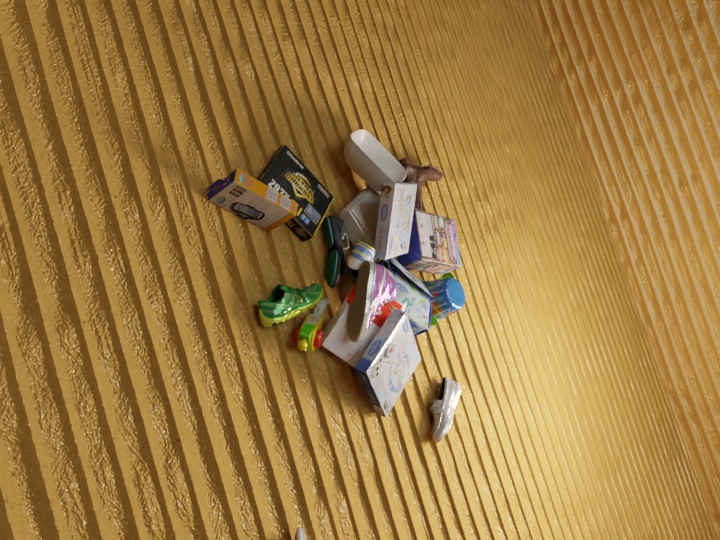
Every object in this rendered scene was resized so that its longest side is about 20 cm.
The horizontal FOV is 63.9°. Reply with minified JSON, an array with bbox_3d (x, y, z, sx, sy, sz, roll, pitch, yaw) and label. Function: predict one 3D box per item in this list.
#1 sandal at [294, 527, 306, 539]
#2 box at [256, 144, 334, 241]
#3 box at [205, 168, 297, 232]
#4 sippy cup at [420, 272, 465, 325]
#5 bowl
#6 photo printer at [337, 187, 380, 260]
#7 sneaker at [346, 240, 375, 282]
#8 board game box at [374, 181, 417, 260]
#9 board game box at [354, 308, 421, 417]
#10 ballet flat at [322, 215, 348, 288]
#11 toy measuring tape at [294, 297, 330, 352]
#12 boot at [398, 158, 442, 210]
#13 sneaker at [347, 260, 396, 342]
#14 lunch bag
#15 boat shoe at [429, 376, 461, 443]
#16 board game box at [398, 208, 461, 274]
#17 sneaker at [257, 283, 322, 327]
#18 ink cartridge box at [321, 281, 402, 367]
[{"bbox_3d":[-0.127,0.651,1.209,0.049,0.083,0.207,-9,80,-3],"label":"sandal"},{"bbox_3d":[-0.172,-0.201,1.504,0.200,0.049,0.161,45,49,-23],"label":"box"},{"bbox_3d":[-0.259,-0.165,1.349,0.198,0.118,0.042,30,54,-34],"label":"box"},{"bbox_3d":[0.243,0.085,1.752,0.138,0.129,0.182,16,63,-41],"label":"sippy cup"},{"bbox_3d":[0.036,-0.312,1.690,0.200,0.075,0.200,43,25,-3],"label":"bowl"},{"bbox_3d":[0.031,-0.142,1.660,0.168,0.069,0.200,56,37,-14],"label":"photo printer"},{"bbox_3d":[0.000,0.000,1.537,0.083,0.073,0.201,-60,159,-21],"label":"sneaker"},{"bbox_3d":[0.098,-0.142,1.594,0.199,0.040,0.205,-17,116,-67],"label":"board game box"},{"bbox_3d":[0.077,0.240,1.499,0.200,0.043,0.202,-52,140,-30],"label":"board game box"},{"bbox_3d":[-0.059,-0.051,1.540,0.072,0.072,0.204,12,64,-41],"label":"ballet flat"},{"bbox_3d":[-0.115,0.143,1.427,0.074,0.073,0.201,54,27,-14],"label":"toy measuring tape"},{"bbox_3d":[0.200,-0.250,1.887,0.183,0.064,0.204,11,63,-28],"label":"boot"},{"bbox_3d":[0.039,0.088,1.440,0.113,0.072,0.205,21,78,-35],"label":"sneaker"},{"bbox_3d":[0.116,0.070,1.642,0.169,0.127,0.202,38,40,-26],"label":"lunch bag"},{"bbox_3d":[0.235,0.398,1.673,0.068,0.072,0.202,32,57,-5],"label":"boat shoe"},{"bbox_3d":[0.210,-0.086,1.809,0.197,0.096,0.163,9,68,-43],"label":"board game box"},{"bbox_3d":[-0.165,0.066,1.386,0.199,0.073,0.085,-28,98,-47],"label":"sneaker"},{"bbox_3d":[0.008,0.141,1.476,0.162,0.057,0.201,37,92,-28],"label":"ink cartridge box"}]
